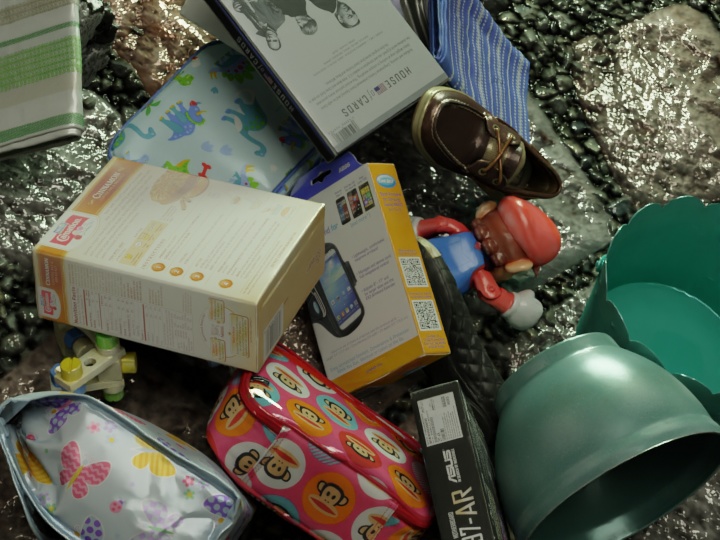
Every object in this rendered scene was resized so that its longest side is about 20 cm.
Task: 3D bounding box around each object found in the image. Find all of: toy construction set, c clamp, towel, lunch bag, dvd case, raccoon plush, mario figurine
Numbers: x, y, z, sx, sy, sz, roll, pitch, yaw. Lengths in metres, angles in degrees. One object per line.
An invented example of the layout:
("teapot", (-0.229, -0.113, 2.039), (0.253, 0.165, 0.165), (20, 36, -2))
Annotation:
("toy construction set", (-0.179, 0.050, 1.617), (0.198, 0.093, 0.131), (-4, 36, -26))
("c clamp", (0.081, -0.218, 1.810), (0.172, 0.027, 0.200), (67, 28, -12))
("towel", (0.118, -0.199, 1.805), (0.024, 0.200, 0.146), (-18, 52, 25))
("lunch bag", (-0.029, 0.148, 1.567), (0.199, 0.082, 0.176), (36, 15, -8))
("dvd case", (-0.034, -0.210, 1.668), (0.150, 0.025, 0.201), (-35, 86, -32))
("towel", (-0.313, -0.192, 1.700), (0.148, 0.031, 0.202), (-13, 66, 18))
("lunch bag", (-0.193, 0.172, 1.484), (0.199, 0.170, 0.128), (35, 83, 5))
("lunch bag", (-0.128, -0.102, 1.729), (0.160, 0.083, 0.200), (34, 56, 8))
("raccoon plush", (-0.320, -0.218, 1.749), (0.133, 0.097, 0.200), (32, 57, 15))
("mario figurine", (0.093, 0.004, 1.744), (0.198, 0.106, 0.125), (-21, 102, -14))

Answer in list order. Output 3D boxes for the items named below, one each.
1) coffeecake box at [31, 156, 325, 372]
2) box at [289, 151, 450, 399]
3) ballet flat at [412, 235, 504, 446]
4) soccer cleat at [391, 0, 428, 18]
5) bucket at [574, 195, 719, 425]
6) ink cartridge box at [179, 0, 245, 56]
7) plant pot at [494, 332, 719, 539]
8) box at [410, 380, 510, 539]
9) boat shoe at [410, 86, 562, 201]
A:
("coffeecake box", (-0.147, -0.008, 1.568), (0.198, 0.074, 0.154), (13, 37, 15))
("box", (0.000, 0.000, 1.656), (0.041, 0.119, 0.202), (2, 67, -46))
("ballet flat", (0.080, 0.062, 1.671), (0.057, 0.066, 0.202), (-33, 102, -51))
("soccer cleat", (0.044, -0.242, 1.880), (0.072, 0.068, 0.202), (-8, 61, 4))
("bucket", (0.296, 0.051, 1.717), (0.205, 0.135, 0.209), (7, 58, -12))
("ink cartridge box", (-0.060, -0.236, 1.770), (0.199, 0.083, 0.147), (32, 20, -9))
("plant pot", (0.193, 0.139, 1.601), (0.198, 0.201, 0.135), (-16, 61, -23))
("box", (0.095, 0.213, 1.549), (0.043, 0.161, 0.202), (-15, 62, 6))
("boat shoe", (0.120, -0.108, 1.717), (0.072, 0.200, 0.073), (16, 79, 38))
